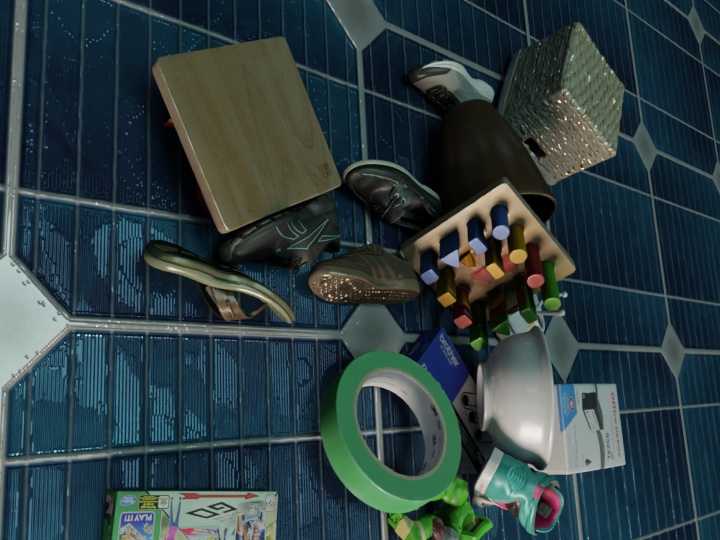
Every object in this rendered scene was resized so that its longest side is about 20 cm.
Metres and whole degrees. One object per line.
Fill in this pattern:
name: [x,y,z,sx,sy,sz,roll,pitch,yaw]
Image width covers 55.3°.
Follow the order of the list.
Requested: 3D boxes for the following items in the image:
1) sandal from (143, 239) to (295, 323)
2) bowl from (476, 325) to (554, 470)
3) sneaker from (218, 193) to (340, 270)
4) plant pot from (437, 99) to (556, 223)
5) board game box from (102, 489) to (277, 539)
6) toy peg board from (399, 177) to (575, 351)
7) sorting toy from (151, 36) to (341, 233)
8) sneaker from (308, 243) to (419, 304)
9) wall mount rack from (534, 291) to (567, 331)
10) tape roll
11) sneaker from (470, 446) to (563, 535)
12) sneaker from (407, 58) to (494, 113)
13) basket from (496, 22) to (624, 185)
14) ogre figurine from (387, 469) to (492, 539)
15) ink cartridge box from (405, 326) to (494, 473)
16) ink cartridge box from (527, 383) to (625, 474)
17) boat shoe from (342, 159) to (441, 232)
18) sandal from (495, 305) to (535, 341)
sandal: [-0.164,0.023,0.796,0.198,0.079,0.059,24,90,-34]
bowl: [0.218,0.185,1.003,0.087,0.201,0.208,0,76,2]
sneaker: [-0.090,-0.036,0.866,0.198,0.074,0.081,-27,103,-44]
plant pot: [0.199,-0.165,1.113,0.183,0.186,0.205,7,62,-41]
board game box: [-0.178,0.307,0.733,0.196,0.029,0.139,15,69,-40]
toy peg board: [0.190,0.007,1.017,0.199,0.198,0.099,42,31,-27]
sorting toy: [-0.144,-0.165,0.850,0.197,0.069,0.205,-27,97,-43]
sneaker: [0.000,0.000,0.961,0.197,0.070,0.077,11,54,-44]
wall mount rack: [0.310,0.009,1.200,0.173,0.073,0.205,-25,95,-67]
tape roll: [0.042,0.207,0.901,0.196,0.048,0.205,20,49,-25]
sneaker: [0.228,0.322,0.986,0.085,0.119,0.201,-55,159,-17]
sneaker: [0.159,-0.296,1.165,0.197,0.073,0.082,13,76,-40]
basket: [0.384,-0.316,1.310,0.197,0.159,0.204,38,55,-28]
ogre figurine: [0.114,0.368,0.945,0.118,0.098,0.204,-18,78,-33]
ink cartridge box: [0.136,0.198,1.041,0.094,0.044,0.203,-44,110,-41]
ink cartridge box: [0.380,0.277,1.221,0.196,0.083,0.150,8,74,-41]
boat shoe: [0.054,-0.099,1.014,0.197,0.074,0.068,24,45,-46]
sandal: [0.252,0.058,1.171,0.209,0.058,0.080,56,49,-19]
